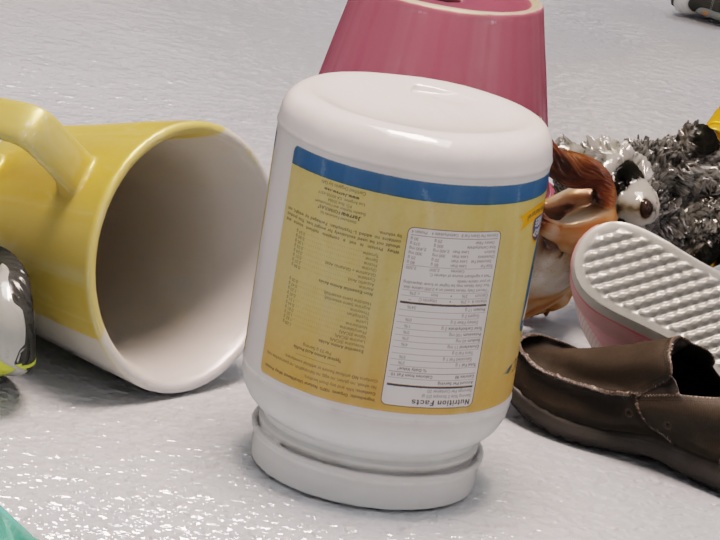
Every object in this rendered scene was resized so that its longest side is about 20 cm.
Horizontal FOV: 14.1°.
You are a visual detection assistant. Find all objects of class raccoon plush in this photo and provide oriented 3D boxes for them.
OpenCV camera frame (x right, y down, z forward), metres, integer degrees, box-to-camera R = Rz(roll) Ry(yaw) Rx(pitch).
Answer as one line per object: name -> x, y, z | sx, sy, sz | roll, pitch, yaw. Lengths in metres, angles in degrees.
raccoon plush -> 0.150, -0.039, 1.897 | 0.133, 0.097, 0.200 | 0, -10, -24

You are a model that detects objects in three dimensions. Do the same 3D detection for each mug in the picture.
mug -> -0.152, -0.035, 1.639 | 0.153, 0.188, 0.149 | 12, 33, 42

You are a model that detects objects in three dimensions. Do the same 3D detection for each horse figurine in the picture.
horse figurine -> 0.101, -0.014, 1.755 | 0.132, 0.200, 0.050 | -1, 57, -26

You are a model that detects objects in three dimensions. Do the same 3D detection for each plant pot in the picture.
plant pot -> 0.046, -0.100, 1.945 | 0.199, 0.180, 0.200 | 9, 17, -3

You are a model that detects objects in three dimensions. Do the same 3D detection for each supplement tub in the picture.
supplement tub -> 0.016, 0.009, 1.516 | 0.144, 0.201, 0.145 | 8, 17, -3

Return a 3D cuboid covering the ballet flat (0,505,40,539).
ballet flat -> -0.144, 0.147, 1.233 | 0.070, 0.068, 0.200 | -33, 39, -31

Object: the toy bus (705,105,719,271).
toy bus -> 0.318, -0.068, 1.936 | 0.199, 0.193, 0.136 | 1, 12, 15

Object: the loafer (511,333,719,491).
loafer -> 0.169, 0.067, 1.634 | 0.199, 0.072, 0.073 | 18, 19, 29

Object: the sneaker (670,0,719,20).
sneaker -> 0.398, -0.289, 2.991 | 0.079, 0.074, 0.200 | 29, 30, 28

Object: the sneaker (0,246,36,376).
sneaker -> -0.240, 0.020, 1.592 | 0.076, 0.076, 0.200 | -11, 14, -32

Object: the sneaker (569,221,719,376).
sneaker -> 0.208, 0.049, 1.709 | 0.200, 0.076, 0.105 | 34, -15, 9
